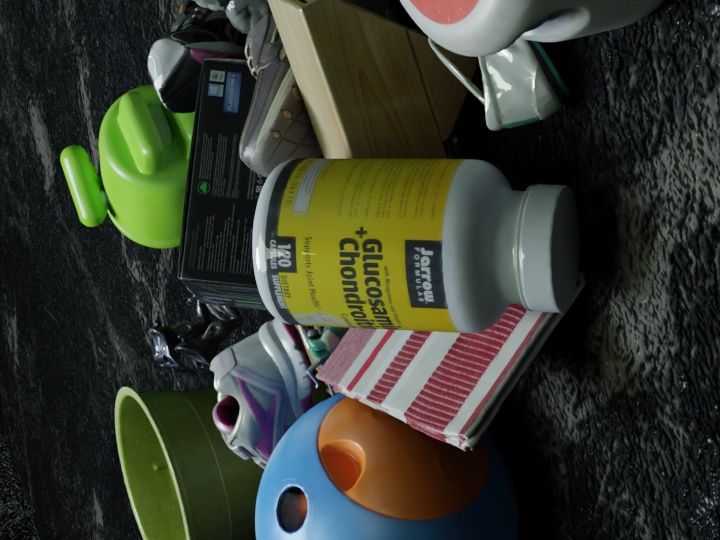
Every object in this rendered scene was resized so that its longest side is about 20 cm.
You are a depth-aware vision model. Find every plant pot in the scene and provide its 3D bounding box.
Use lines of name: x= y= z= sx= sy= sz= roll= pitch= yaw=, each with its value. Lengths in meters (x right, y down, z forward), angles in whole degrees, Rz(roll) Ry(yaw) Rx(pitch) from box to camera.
plant pot: x=-0.114 y=0.184 z=1.515 sx=0.200 sy=0.188 sz=0.202 roll=47 pitch=145 yaw=50

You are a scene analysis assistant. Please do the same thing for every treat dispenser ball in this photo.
treat dispenser ball: x=0.020 y=0.188 z=1.191 sx=0.201 sy=0.199 sz=0.202 roll=46 pitch=144 yaw=49

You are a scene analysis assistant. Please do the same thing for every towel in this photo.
towel: x=0.061 y=0.044 z=1.111 sx=0.023 sy=0.145 sz=0.200 roll=41 pitch=168 yaw=-29

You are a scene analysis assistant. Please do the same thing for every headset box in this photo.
headset box: x=-0.085 y=-0.062 z=1.287 sx=0.200 sy=0.092 sz=0.176 roll=87 pitch=-171 yaw=-84

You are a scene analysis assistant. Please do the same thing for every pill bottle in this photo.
pill bottle: x=0.038 y=-0.017 z=1.032 sx=0.198 sy=0.112 sz=0.113 roll=2 pitch=111 yaw=21

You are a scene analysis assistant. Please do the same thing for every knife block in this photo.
knife block: x=0.001 y=-0.091 z=1.112 sx=0.064 sy=0.199 sz=0.177 roll=36 pitch=106 yaw=55

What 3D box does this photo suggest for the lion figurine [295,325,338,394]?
lion figurine: x=-0.004 y=0.106 z=1.385 sx=0.201 sy=0.072 sz=0.123 roll=-108 pitch=-2 yaw=-47

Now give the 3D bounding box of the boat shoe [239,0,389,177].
boat shoe: x=-0.044 y=-0.156 z=1.168 sx=0.073 sy=0.201 sz=0.075 roll=10 pitch=153 yaw=34

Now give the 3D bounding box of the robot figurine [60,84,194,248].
robot figurine: x=-0.185 y=-0.095 z=1.475 sx=0.116 sy=0.174 sz=0.200 roll=62 pitch=163 yaw=20

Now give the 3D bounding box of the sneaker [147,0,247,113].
sneaker: x=-0.134 y=-0.189 z=1.327 sx=0.087 sy=0.080 sz=0.200 roll=54 pitch=-165 yaw=6

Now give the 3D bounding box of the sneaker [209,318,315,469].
sneaker: x=-0.080 y=0.126 z=1.351 sx=0.082 sy=0.087 sz=0.201 roll=-115 pitch=10 yaw=-53

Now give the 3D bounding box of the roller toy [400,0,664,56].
roller toy: x=0.086 y=-0.218 z=0.869 sx=0.183 sy=0.139 sz=0.201 roll=55 pitch=149 yaw=39

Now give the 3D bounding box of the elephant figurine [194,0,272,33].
elephant figurine: x=-0.098 y=-0.283 z=1.293 sx=0.156 sy=0.141 sz=0.200 roll=-61 pitch=24 yaw=20

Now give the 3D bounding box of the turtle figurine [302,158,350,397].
turtle figurine: x=0.000 y=0.000 z=1.253 sx=0.150 sy=0.100 sz=0.202 roll=-98 pitch=4 yaw=-68

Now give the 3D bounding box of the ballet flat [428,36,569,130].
ballet flat: x=0.065 y=-0.177 z=1.021 sx=0.201 sy=0.069 sz=0.070 roll=65 pitch=155 yaw=20

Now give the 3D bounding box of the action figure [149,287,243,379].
action figure: x=-0.125 y=0.015 z=1.532 sx=0.118 sy=0.201 sz=0.102 roll=-2 pitch=143 yaw=42
